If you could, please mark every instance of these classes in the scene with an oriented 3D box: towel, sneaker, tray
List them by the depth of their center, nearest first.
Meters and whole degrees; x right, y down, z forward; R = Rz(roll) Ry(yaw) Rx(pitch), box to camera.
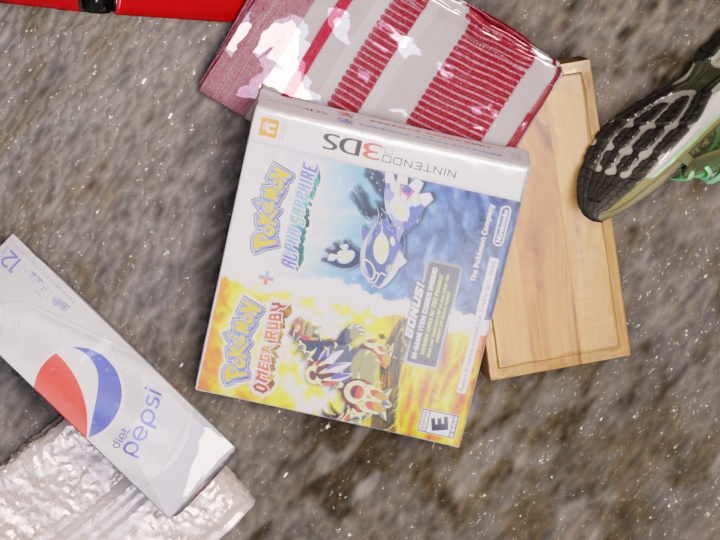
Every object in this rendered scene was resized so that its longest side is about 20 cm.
[{"bbox_3d":[0.013,-0.125,1.666,0.199,0.023,0.144,32,105,-2],"label":"towel"},{"bbox_3d":[0.231,-0.083,1.697,0.200,0.077,0.089,-38,118,-15],"label":"sneaker"},{"bbox_3d":[-0.185,0.166,1.699,0.200,0.034,0.133,-39,102,-2],"label":"towel"},{"bbox_3d":[0.117,-0.035,1.715,0.098,0.037,0.201,-10,98,-7],"label":"tray"}]

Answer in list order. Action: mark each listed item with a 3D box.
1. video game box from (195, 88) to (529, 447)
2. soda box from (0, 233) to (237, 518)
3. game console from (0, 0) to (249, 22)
[{"bbox_3d":[0.000,0.000,1.669,0.181,0.047,0.201,13,108,0],"label":"video game box"},{"bbox_3d":[-0.170,0.068,1.646,0.200,0.068,0.063,44,86,2],"label":"soda box"},{"bbox_3d":[-0.162,-0.267,1.651,0.172,0.119,0.201,8,97,22],"label":"game console"}]
